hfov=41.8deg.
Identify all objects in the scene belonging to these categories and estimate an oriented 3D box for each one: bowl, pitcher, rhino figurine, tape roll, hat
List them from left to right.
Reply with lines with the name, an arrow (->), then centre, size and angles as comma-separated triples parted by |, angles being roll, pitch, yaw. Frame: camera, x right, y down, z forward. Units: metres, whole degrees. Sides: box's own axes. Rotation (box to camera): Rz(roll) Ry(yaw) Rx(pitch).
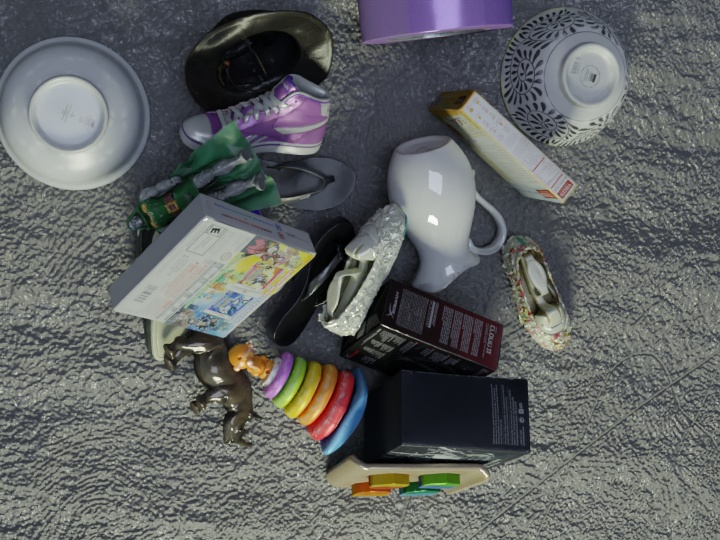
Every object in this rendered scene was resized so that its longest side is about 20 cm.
bowl -> -0.372, -0.200, 1.209 | 0.201, 0.090, 0.201 | -2, 100, -12
rhino figurine -> -0.198, 0.165, 1.322 | 0.087, 0.060, 0.200 | -35, 107, -28
hat -> -0.139, -0.293, 1.239 | 0.200, 0.201, 0.081 | -13, 59, -10
tape roll -> 0.097, -0.340, 1.234 | 0.200, 0.200, 0.066 | -9, 102, -11
pitcher -> 0.127, -0.092, 1.336 | 0.171, 0.121, 0.200 | -26, 116, -26
bowl -> 0.311, -0.278, 1.348 | 0.201, 0.094, 0.201 | -2, 99, -13

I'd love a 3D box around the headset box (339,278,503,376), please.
headset box -> 0.093, 0.103, 1.327 | 0.200, 0.149, 0.077 | 21, 62, -15

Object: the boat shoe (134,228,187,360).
boat shoe -> -0.275, 0.025, 1.290 | 0.072, 0.068, 0.200 | -21, 121, -50

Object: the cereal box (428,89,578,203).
cereal box -> 0.196, -0.173, 1.314 | 0.200, 0.144, 0.040 | 39, 88, -16

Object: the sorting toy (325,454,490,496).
sorting toy -> 0.063, 0.301, 1.348 | 0.200, 0.185, 0.037 | 7, 69, -12

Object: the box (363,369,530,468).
box -> 0.114, 0.217, 1.322 | 0.182, 0.200, 0.104 | 6, 69, -12

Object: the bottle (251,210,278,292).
bottle -> -0.163, -0.055, 1.277 | 0.065, 0.084, 0.200 | -40, 123, -25

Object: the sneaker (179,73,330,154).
sneaker -> -0.135, -0.212, 1.239 | 0.200, 0.073, 0.114 | -7, 142, -26

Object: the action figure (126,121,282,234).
action figure -> -0.213, -0.093, 1.183 | 0.200, 0.055, 0.118 | -22, 107, 22

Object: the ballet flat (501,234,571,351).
ballet flat -> 0.266, 0.040, 1.407 | 0.076, 0.064, 0.200 | -30, 105, -7

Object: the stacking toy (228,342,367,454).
stacking toy -> -0.097, 0.159, 1.323 | 0.200, 0.110, 0.116 | 29, 100, -14

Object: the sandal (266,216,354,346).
sandal -> -0.059, 0.020, 1.317 | 0.076, 0.043, 0.200 | 19, 100, -55

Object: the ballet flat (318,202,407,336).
ballet flat -> 0.000, 0.000, 1.273 | 0.072, 0.072, 0.200 | 20, 103, -15

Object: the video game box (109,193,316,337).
video game box -> -0.188, 0.000, 1.205 | 0.182, 0.047, 0.200 | 22, 128, -43

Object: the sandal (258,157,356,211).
sandal -> -0.102, -0.122, 1.307 | 0.200, 0.043, 0.076 | 3, 99, -13
